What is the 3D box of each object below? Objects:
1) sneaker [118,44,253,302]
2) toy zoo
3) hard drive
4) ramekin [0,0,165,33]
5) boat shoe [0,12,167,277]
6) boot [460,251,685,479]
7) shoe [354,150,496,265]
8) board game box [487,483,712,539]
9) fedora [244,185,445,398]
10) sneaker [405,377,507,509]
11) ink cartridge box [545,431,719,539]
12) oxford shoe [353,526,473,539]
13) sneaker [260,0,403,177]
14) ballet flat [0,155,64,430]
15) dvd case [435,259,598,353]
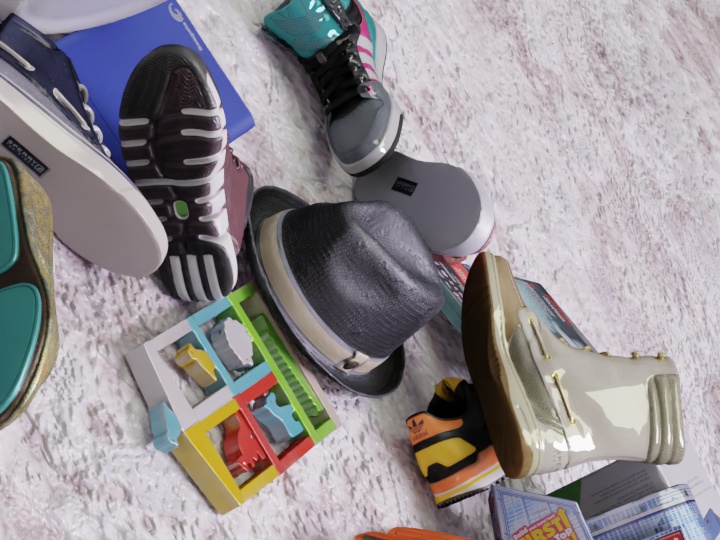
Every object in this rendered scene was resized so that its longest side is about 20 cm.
[{"bbox_3d":[-0.120,-0.087,1.492,0.116,0.076,0.200,-72,161,-57],"label":"sneaker"},{"bbox_3d":[-0.094,0.091,1.478,0.131,0.020,0.200,59,29,-2],"label":"toy zoo"},{"bbox_3d":[-0.163,-0.131,1.563,0.132,0.025,0.200,57,30,-6],"label":"hard drive"},{"bbox_3d":[-0.188,-0.246,1.457,0.200,0.200,0.105,-7,74,-58],"label":"ramekin"},{"bbox_3d":[-0.198,-0.090,1.423,0.200,0.075,0.093,46,38,-23],"label":"boat shoe"},{"bbox_3d":[0.170,0.072,1.662,0.155,0.072,0.200,-2,55,-17],"label":"boot"},{"bbox_3d":[0.076,-0.043,1.719,0.091,0.071,0.200,32,-1,-30],"label":"shoe"},{"bbox_3d":[0.186,0.243,1.604,0.062,0.200,0.200,94,-26,-73],"label":"board game box"},{"bbox_3d":[0.000,0.000,1.606,0.201,0.092,0.201,47,25,-30],"label":"fedora"},{"bbox_3d":[0.101,0.119,1.701,0.090,0.070,0.200,62,31,-3],"label":"sneaker"},{"bbox_3d":[0.241,0.255,1.718,0.087,0.145,0.200,-11,72,-61],"label":"ink cartridge box"},{"bbox_3d":[0.043,0.232,1.540,0.200,0.071,0.073,10,88,-61],"label":"oxford shoe"},{"bbox_3d":[-0.026,-0.179,1.752,0.121,0.084,0.200,42,26,-37],"label":"sneaker"},{"bbox_3d":[-0.217,0.019,1.315,0.071,0.071,0.200,27,43,-44],"label":"ballet flat"},{"bbox_3d":[0.141,0.052,1.820,0.200,0.022,0.146,11,34,-52],"label":"dvd case"}]
